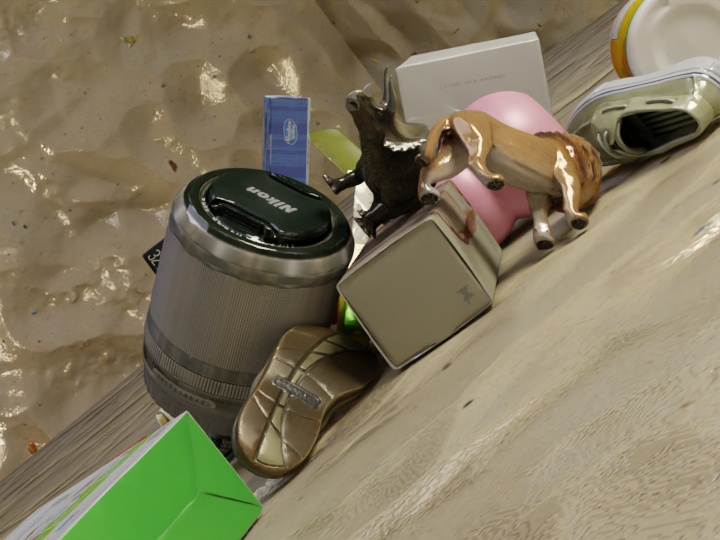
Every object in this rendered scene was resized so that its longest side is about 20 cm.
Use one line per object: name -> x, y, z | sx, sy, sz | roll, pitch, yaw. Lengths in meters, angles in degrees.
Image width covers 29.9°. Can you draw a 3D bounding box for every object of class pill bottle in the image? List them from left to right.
pill bottle -> 0.290, -0.209, 1.249 | 0.111, 0.111, 0.200 | -36, 5, 9

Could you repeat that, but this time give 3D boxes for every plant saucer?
plant saucer -> 0.024, -0.085, 1.415 | 0.031, 0.200, 0.200 | -48, 5, 3

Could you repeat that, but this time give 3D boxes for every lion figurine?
lion figurine -> 0.122, -0.090, 1.101 | 0.072, 0.200, 0.123 | -39, 37, 38

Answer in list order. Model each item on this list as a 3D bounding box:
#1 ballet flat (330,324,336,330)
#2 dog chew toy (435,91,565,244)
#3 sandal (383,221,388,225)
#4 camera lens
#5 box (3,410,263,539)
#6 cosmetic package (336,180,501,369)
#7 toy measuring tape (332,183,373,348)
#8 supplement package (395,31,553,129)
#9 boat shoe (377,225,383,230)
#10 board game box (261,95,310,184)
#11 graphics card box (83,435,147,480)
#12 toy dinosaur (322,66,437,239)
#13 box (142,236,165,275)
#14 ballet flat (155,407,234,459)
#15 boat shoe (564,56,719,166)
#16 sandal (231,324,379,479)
ballet flat -> -0.048, 0.064, 1.331 | 0.200, 0.063, 0.069 | -40, 39, 10
dog chew toy -> 0.108, -0.074, 1.283 | 0.200, 0.125, 0.125 | -45, 5, 3
sandal -> -0.019, 0.010, 1.417 | 0.200, 0.079, 0.087 | -42, -35, -21
camera lens -> -0.101, 0.023, 1.180 | 0.160, 0.160, 0.200 | -46, -22, -58
box -> -0.191, 0.209, 0.905 | 0.176, 0.097, 0.200 | -35, 6, 30
cosmetic package -> 0.054, -0.002, 1.146 | 0.103, 0.087, 0.200 | -35, 6, 12
toy measuring tape -> 0.000, 0.000, 1.283 | 0.074, 0.073, 0.201 | -32, 44, 42
supplement package -> 0.133, -0.170, 1.476 | 0.151, 0.151, 0.200 | -10, 11, 9
boat shoe -> 0.029, -0.013, 1.531 | 0.200, 0.074, 0.069 | -41, -7, -28
board game box -> -0.080, -0.080, 1.395 | 0.043, 0.201, 0.199 | 1, 7, -5
graphics card box -> -0.265, 0.242, 1.326 | 0.125, 0.051, 0.200 | -36, 5, 8
toy dinosaur -> 0.034, -0.079, 1.145 | 0.102, 0.077, 0.200 | -39, -27, 7
box -> -0.134, 0.016, 1.579 | 0.148, 0.200, 0.124 | -37, 4, -1
ballet flat -> -0.166, 0.156, 1.329 | 0.072, 0.072, 0.200 | -39, 6, -21
boat shoe -> 0.233, -0.127, 1.153 | 0.062, 0.072, 0.200 | -46, 10, -28
sandal -> -0.051, 0.105, 1.067 | 0.054, 0.080, 0.200 | -59, -4, 35
